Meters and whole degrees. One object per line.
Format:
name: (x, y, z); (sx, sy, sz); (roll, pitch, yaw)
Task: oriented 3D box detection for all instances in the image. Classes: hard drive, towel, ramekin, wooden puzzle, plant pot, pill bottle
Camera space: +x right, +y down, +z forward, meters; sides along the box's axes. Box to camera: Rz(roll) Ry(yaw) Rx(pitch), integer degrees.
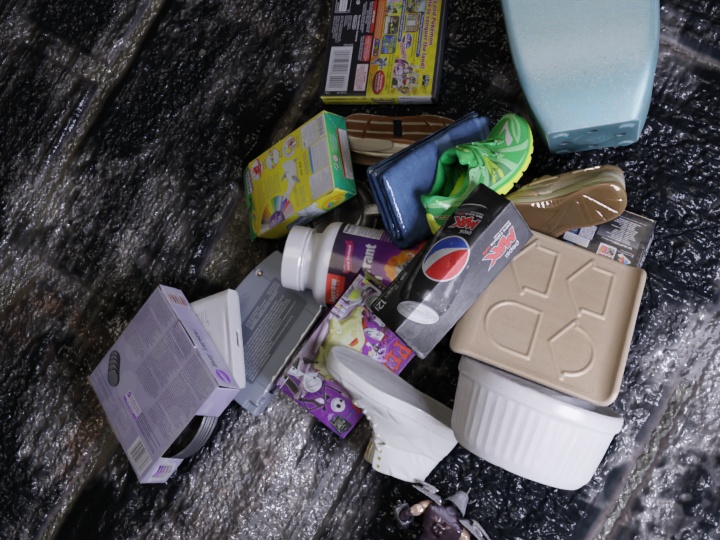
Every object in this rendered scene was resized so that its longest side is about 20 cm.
hard drive: (-0.245, 0.118, 1.250); (0.197, 0.026, 0.135); (-19, 69, 30)
towel: (0.100, -0.117, 1.154); (0.198, 0.114, 0.048); (-32, 20, -32)
ramekin: (0.196, 0.177, 1.045); (0.199, 0.202, 0.096); (20, 92, 21)
wooden puzzle: (0.222, 0.051, 1.067); (0.196, 0.047, 0.188); (18, 62, 11)
plant pot: (0.285, -0.262, 1.140); (0.192, 0.196, 0.205); (-7, 81, 15)
pill bottle: (0.000, 0.000, 1.176); (0.195, 0.112, 0.114); (11, 78, 9)

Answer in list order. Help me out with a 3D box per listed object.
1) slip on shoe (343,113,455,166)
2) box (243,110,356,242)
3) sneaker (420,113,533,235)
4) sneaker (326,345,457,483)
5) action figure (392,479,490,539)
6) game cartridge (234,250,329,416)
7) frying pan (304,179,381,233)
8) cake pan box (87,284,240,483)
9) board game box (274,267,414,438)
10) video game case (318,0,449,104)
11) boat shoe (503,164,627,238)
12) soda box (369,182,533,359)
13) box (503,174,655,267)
slip on shoe: (0.067, -0.170, 1.250); (0.195, 0.061, 0.077); (3, 49, 0)
box: (-0.092, -0.123, 1.255); (0.198, 0.048, 0.120); (-24, 67, 40)
sneaker: (0.146, -0.129, 1.112); (0.073, 0.084, 0.201); (8, 53, 51)
sneaker: (0.021, 0.188, 1.116); (0.198, 0.074, 0.116); (34, 111, -6)
action figure: (0.076, 0.348, 1.101); (0.129, 0.069, 0.202); (33, 83, 29)
game cartridge: (-0.135, 0.081, 1.254); (0.132, 0.040, 0.202); (35, 87, 19)
frying pan: (0.001, -0.067, 1.258); (0.186, 0.031, 0.117); (18, 82, 23)
cake pan box: (-0.267, 0.154, 1.211); (0.185, 0.052, 0.201); (-51, 56, 17)
board game box: (-0.010, 0.108, 1.144); (0.119, 0.032, 0.201); (35, 114, -7)
video game case: (0.037, -0.340, 1.321); (0.176, 0.025, 0.205); (3, 75, 18)
boat shoe: (0.233, -0.081, 1.124); (0.196, 0.072, 0.065); (-12, 35, 22)
soda box: (0.107, 0.000, 1.052); (0.201, 0.071, 0.063); (-48, 41, -2)
box: (0.248, 0.000, 1.150); (0.197, 0.050, 0.202); (22, 83, 21)
